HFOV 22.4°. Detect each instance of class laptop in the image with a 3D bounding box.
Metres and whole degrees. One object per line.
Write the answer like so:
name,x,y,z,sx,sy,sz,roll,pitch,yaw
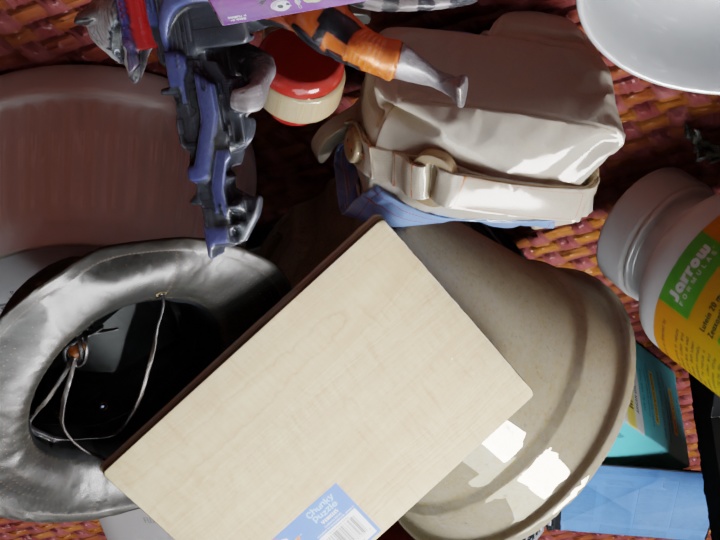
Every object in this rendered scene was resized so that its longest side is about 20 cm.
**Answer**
laptop,0.163,0.220,1.376,0.116,0.200,0.187,37,165,19

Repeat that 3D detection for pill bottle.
pill bottle,0.235,0.022,1.071,0.111,0.200,0.111,-25,136,-27

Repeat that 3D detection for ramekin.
ramekin,-0.159,-0.021,1.065,0.199,0.106,0.200,-2,152,-1

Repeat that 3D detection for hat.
hat,-0.137,0.044,0.974,0.200,0.081,0.201,-22,133,-25

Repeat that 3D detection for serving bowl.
serving bowl,0.199,-0.167,0.872,0.199,0.066,0.200,-2,152,-1

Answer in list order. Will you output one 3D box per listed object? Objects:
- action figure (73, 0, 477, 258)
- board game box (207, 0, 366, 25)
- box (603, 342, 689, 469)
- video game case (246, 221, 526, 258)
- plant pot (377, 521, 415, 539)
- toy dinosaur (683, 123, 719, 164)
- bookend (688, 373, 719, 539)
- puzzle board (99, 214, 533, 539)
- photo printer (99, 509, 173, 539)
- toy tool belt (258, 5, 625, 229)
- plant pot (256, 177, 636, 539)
action figure,-0.042,-0.112,0.888,0.192,0.201,0.105,1,-169,9
board game box,0.030,-0.178,0.783,0.199,0.121,0.032,-8,151,10
box,0.166,0.080,1.298,0.049,0.083,0.200,-21,146,27
video game case,0.000,0.000,1.206,0.199,0.019,0.143,-16,148,21
plant pot,0.000,0.232,1.462,0.200,0.202,0.196,2,143,-8
toy dinosaur,0.242,-0.080,1.056,0.088,0.048,0.200,-3,155,-13
bookend,0.277,0.093,1.209,0.092,0.200,0.200,-5,150,4
puzzle board,-0.021,0.085,0.991,0.200,0.017,0.151,-42,120,0
photo printer,-0.125,0.175,1.349,0.166,0.069,0.201,-7,110,41
toy tool belt,0.035,-0.067,0.984,0.199,0.125,0.123,4,142,-10
plant pot,0.033,0.042,1.097,0.200,0.201,0.183,-25,132,35
